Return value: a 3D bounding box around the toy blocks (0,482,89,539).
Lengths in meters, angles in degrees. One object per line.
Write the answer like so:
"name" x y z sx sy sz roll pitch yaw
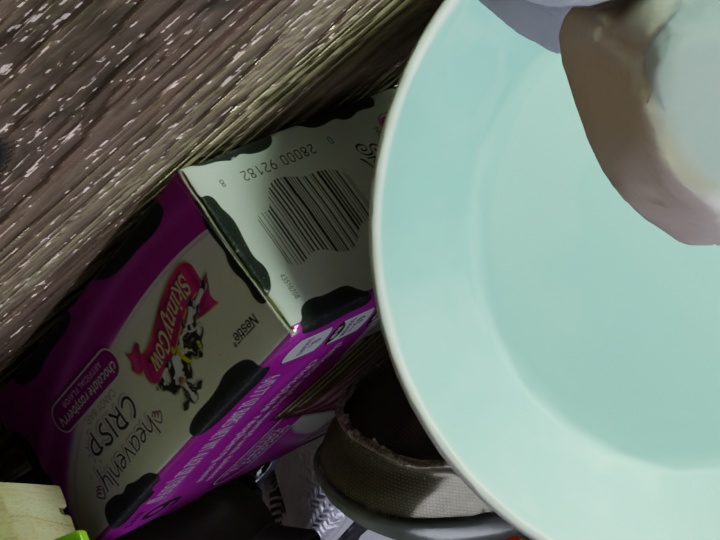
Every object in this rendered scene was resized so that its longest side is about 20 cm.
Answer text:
"toy blocks" -0.146 0.114 0.800 0.200 0.100 0.137 -23 169 10

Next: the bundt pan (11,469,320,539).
"bundt pan" -0.061 0.143 0.931 0.076 0.202 0.202 -42 176 -43

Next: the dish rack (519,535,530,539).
"dish rack" 0.070 0.130 0.865 0.200 0.043 0.172 136 -24 -74

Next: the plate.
"plate" 0.095 -0.011 0.775 0.200 0.200 0.026 -32 -172 -16

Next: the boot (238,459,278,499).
"boot" -0.118 0.140 1.073 0.198 0.073 0.163 -19 156 -12

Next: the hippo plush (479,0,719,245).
"hippo plush" 0.089 -0.109 0.567 0.200 0.159 0.161 -18 -163 -9

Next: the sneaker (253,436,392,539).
"sneaker" 0.016 0.104 1.237 0.115 0.075 0.200 -11 159 -12

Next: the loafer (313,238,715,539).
"loafer" 0.069 0.011 0.823 0.200 0.075 0.070 -30 133 -25

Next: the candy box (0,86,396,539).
"candy box" 0.000 0.000 0.862 0.200 0.061 0.136 -25 165 -43

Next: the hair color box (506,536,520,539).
"hair color box" 0.107 0.027 0.967 0.200 0.101 0.061 -56 -158 31
